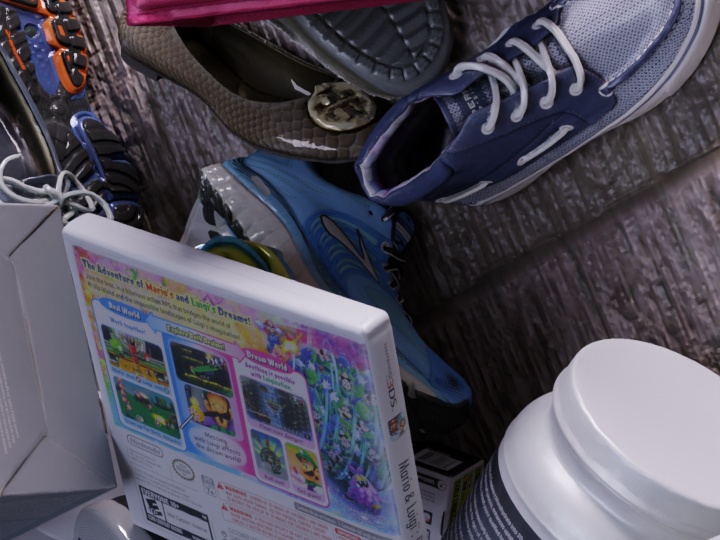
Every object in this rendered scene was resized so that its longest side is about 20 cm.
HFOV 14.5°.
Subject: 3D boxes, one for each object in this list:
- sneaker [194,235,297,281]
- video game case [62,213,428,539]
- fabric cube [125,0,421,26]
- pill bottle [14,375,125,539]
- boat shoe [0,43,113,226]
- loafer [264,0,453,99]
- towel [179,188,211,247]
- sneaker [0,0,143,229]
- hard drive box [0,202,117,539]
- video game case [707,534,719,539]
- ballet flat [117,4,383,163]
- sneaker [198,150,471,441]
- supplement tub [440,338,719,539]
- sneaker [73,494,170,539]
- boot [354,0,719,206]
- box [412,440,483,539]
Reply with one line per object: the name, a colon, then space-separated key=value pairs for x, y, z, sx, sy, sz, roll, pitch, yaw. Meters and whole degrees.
sneaker: x=-0.079 y=0.026 z=1.462 sx=0.200 sy=0.079 sz=0.131 roll=21 pitch=142 yaw=48
video game case: x=-0.052 y=0.075 z=1.366 sx=0.200 sy=0.024 sz=0.183 roll=18 pitch=131 yaw=38
fabric cube: x=-0.013 y=-0.225 z=1.347 sx=0.196 sy=0.200 sz=0.200 roll=-5 pitch=94 yaw=7
pill bottle: x=-0.194 y=0.092 z=1.606 sx=0.200 sy=0.111 sz=0.112 roll=19 pitch=110 yaw=61
boat shoe: x=-0.186 y=-0.040 z=1.556 sx=0.062 sy=0.075 sz=0.200 roll=-41 pitch=63 yaw=39
loafer: x=-0.027 y=-0.161 z=1.506 sx=0.200 sy=0.075 sz=0.070 roll=46 pitch=165 yaw=18
towel: x=-0.074 y=0.063 z=1.595 sx=0.149 sy=0.031 sz=0.200 roll=44 pitch=122 yaw=27
sneaker: x=-0.184 y=-0.068 z=1.651 sx=0.078 sy=0.075 sz=0.201 roll=-27 pitch=74 yaw=53
hard drive box: x=-0.227 y=0.070 z=1.491 sx=0.200 sy=0.077 sz=0.156 roll=-27 pitch=70 yaw=45
video game case: x=0.166 y=0.201 z=1.274 sx=0.023 sy=0.199 sz=0.182 roll=-129 pitch=20 yaw=-59
ballet flat: x=-0.061 y=-0.110 z=1.536 sx=0.200 sy=0.067 sz=0.046 roll=31 pitch=128 yaw=39
sneaker: x=0.000 y=0.000 z=1.480 sx=0.200 sy=0.090 sz=0.078 roll=51 pitch=161 yaw=24
supplement tub: x=0.110 y=0.148 z=1.382 sx=0.140 sy=0.140 sz=0.200 roll=45 pitch=123 yaw=26
sneaker: x=-0.053 y=0.180 z=1.477 sx=0.200 sy=0.112 sz=0.073 roll=49 pitch=137 yaw=30
boot: x=0.087 y=-0.091 z=1.396 sx=0.200 sy=0.090 sz=0.073 roll=-43 pitch=70 yaw=36
box: x=-0.032 y=0.125 z=1.543 sx=0.200 sy=0.035 sz=0.110 roll=19 pitch=114 yaw=29
